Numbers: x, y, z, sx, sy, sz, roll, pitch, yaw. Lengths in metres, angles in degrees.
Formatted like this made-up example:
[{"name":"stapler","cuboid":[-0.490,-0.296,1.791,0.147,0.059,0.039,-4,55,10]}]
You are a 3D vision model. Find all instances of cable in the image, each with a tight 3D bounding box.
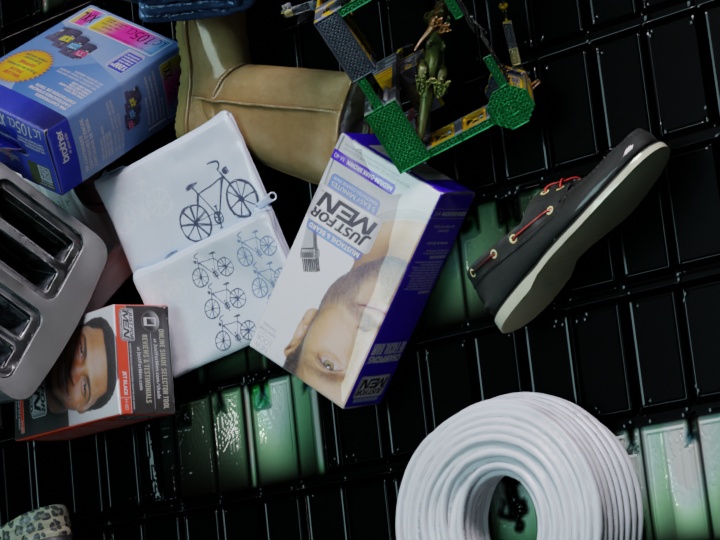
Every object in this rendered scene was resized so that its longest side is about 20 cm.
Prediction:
[{"name":"cable","cuboid":[0.119,0.192,1.565,0.200,0.069,0.201,43,113,35]}]

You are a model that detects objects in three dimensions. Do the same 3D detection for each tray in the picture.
[{"name":"tray","cuboid":[-0.278,-0.060,1.967,0.107,0.022,0.201,-46,59,27]}]

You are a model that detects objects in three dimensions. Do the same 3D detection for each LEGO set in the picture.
[{"name":"LEGO set","cuboid":[0.047,-0.184,1.618,0.153,0.200,0.116,-35,22,18]}]

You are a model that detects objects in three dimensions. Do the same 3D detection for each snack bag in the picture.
[{"name":"snack bag","cuboid":[-0.141,-0.023,1.809,0.188,0.021,0.201,-23,88,38]}]

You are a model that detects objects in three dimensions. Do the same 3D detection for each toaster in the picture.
[{"name":"toaster","cuboid":[-0.342,0.015,1.825,0.118,0.200,0.181,-6,51,54]}]

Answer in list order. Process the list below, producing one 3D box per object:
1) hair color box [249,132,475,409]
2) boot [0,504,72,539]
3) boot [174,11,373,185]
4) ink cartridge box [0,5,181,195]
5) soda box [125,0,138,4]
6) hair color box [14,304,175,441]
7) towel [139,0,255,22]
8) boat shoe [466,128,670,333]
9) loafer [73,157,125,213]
[{"name":"hair color box","cuboid":[0.000,0.000,1.682,0.109,0.065,0.201,32,108,27]},{"name":"boot","cuboid":[-0.324,0.329,1.940,0.203,0.073,0.154,-35,62,29]},{"name":"boot","cuboid":[-0.071,-0.171,1.774,0.199,0.066,0.176,13,107,42]},{"name":"ink cartridge box","cuboid":[-0.269,-0.148,1.845,0.136,0.200,0.077,25,140,36]},{"name":"soda box","cuboid":[-0.215,-0.354,1.913,0.068,0.063,0.201,-20,72,38]},{"name":"hair color box","cuboid":[-0.248,0.096,1.875,0.200,0.061,0.102,-18,74,51]},{"name":"towel","cuboid":[-0.136,-0.304,1.786,0.111,0.049,0.201,-3,55,9]},{"name":"boat shoe","cuboid":[0.154,-0.039,1.554,0.202,0.073,0.063,-49,65,32]},{"name":"loafer","cuboid":[-0.281,-0.144,1.939,0.072,0.063,0.200,-34,63,0]}]
